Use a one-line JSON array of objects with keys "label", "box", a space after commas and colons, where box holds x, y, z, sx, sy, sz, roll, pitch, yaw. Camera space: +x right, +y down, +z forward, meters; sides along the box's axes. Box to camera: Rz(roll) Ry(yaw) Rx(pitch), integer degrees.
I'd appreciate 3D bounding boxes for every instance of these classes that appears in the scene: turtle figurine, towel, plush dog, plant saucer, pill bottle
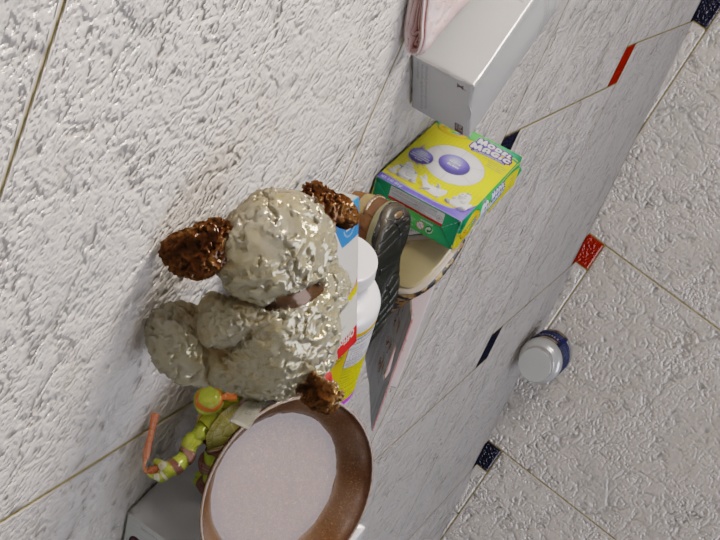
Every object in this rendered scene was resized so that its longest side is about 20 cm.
[{"label": "turtle figurine", "box": [-0.133, 0.150, 1.450, 0.201, 0.064, 0.162, -55, 156, -27]}, {"label": "towel", "box": [0.112, -0.335, 1.454, 0.200, 0.032, 0.192, -51, 164, -31]}, {"label": "plush dog", "box": [-0.072, 0.015, 1.211, 0.198, 0.160, 0.174, -21, 125, -25]}, {"label": "plant saucer", "box": [-0.076, 0.210, 1.417, 0.198, 0.037, 0.203, -14, 115, -33]}, {"label": "pill bottle", "box": [-0.038, 0.056, 1.561, 0.104, 0.103, 0.201, -46, 160, -44]}, {"label": "pill bottle", "box": [0.446, 0.212, 3.587, 0.112, 0.110, 0.200, -64, 166, 16]}]

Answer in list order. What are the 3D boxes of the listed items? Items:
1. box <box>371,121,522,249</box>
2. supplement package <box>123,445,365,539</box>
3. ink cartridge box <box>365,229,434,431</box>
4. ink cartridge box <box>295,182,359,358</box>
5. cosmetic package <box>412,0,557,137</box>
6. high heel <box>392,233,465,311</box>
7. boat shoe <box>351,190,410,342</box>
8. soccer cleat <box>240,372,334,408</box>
[{"label": "box", "box": [0.108, -0.110, 1.714, 0.200, 0.116, 0.049, -44, 157, -50]}, {"label": "supplement package", "box": [-0.125, 0.291, 1.523, 0.156, 0.199, 0.112, -44, 159, -44]}, {"label": "ink cartridge box", "box": [0.051, 0.075, 1.863, 0.177, 0.044, 0.202, -96, -161, -48]}, {"label": "ink cartridge box", "box": [-0.055, 0.034, 1.414, 0.116, 0.066, 0.203, -42, 139, -52]}, {"label": "cosmetic package", "box": [0.138, -0.260, 1.601, 0.201, 0.081, 0.113, -54, 165, -21]}, {"label": "high heel", "box": [0.050, 0.011, 1.744, 0.198, 0.072, 0.142, -30, 167, 15]}, {"label": "boat shoe", "box": [0.000, 0.000, 1.635, 0.075, 0.073, 0.202, -27, 140, -49]}, {"label": "soccer cleat", "box": [-0.089, 0.145, 1.538, 0.069, 0.085, 0.200, -49, 177, -36]}]
